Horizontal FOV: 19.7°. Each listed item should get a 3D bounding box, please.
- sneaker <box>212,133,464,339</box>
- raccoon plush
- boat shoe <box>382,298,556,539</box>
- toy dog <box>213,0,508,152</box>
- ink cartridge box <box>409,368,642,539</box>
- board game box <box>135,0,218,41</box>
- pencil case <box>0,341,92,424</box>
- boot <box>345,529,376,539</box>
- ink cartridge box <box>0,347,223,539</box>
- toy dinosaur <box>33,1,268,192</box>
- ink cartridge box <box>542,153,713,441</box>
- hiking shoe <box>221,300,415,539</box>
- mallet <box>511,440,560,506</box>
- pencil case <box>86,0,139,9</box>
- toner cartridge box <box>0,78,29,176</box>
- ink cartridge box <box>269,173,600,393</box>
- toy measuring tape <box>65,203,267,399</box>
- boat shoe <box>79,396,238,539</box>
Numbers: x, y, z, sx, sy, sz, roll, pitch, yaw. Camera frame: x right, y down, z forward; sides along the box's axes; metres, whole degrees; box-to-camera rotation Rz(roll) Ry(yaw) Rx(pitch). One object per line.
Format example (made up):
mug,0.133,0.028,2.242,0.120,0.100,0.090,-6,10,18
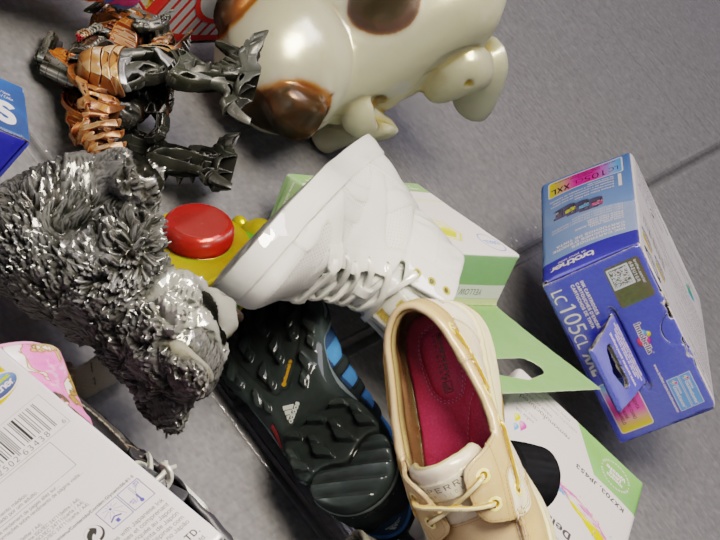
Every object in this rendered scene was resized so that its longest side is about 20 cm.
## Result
sneaker,0.000,0.000,1.167,0.116,0.074,0.200,49,31,-1
raccoon plush,-0.160,0.024,1.056,0.097,0.198,0.135,92,-15,-70
boat shoe,0.051,0.109,1.109,0.069,0.073,0.201,22,48,-62
toy dog,-0.003,-0.150,1.386,0.199,0.194,0.140,-22,85,-24
ink cartridge box,0.096,0.162,1.248,0.117,0.067,0.200,42,30,-8
board game box,-0.061,-0.233,1.376,0.151,0.200,0.046,-12,64,-56
pencil case,-0.145,0.130,0.958,0.086,0.083,0.201,-6,58,-39
boot,0.059,0.248,1.099,0.200,0.072,0.182,41,23,-20
ink cartridge box,-0.167,0.112,0.860,0.200,0.077,0.136,36,59,26
toy dinosaur,-0.135,-0.100,1.258,0.135,0.102,0.201,14,52,-8
ink cartridge box,0.185,0.022,1.440,0.137,0.076,0.200,62,14,-20
hiking shoe,-0.030,0.078,1.203,0.201,0.074,0.087,63,2,38
mallet,0.093,0.179,1.129,0.066,0.041,0.201,17,47,-35
pencil case,-0.212,-0.213,1.237,0.199,0.089,0.089,9,46,-31
toner cartridge box,-0.274,-0.085,1.032,0.199,0.095,0.043,24,36,-36
ink cartridge box,0.054,0.007,1.327,0.200,0.048,0.145,35,20,33
toy measuring tape,-0.119,0.013,1.161,0.074,0.074,0.200,51,46,6
boat shoe,-0.102,0.116,1.050,0.200,0.063,0.073,44,33,-3
